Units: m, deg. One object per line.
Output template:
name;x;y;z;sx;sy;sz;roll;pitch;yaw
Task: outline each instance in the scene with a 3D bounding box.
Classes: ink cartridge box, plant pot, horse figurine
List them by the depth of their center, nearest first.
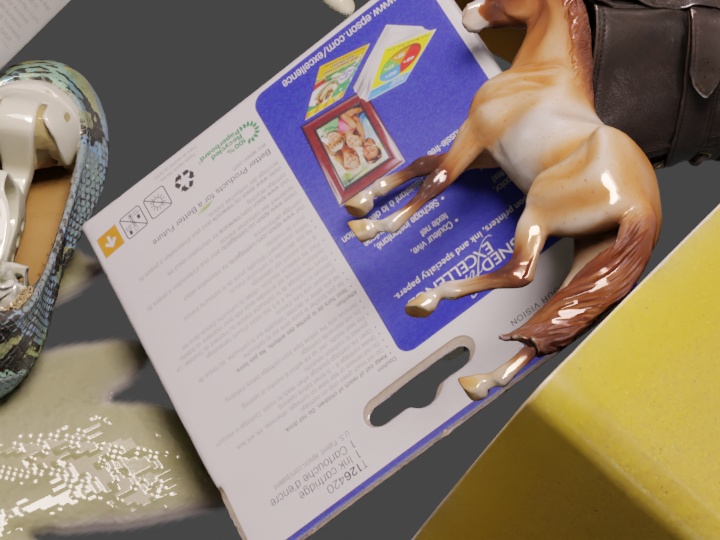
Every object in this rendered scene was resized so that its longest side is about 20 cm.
horse figurine;0.065;-0.032;1.097;0.132;0.050;0.200;-38;39;5
plant pot;0.159;0.089;1.114;0.176;0.200;0.200;43;59;6
ink cartridge box;0.000;0.000;1.185;0.197;0.047;0.200;-36;58;9

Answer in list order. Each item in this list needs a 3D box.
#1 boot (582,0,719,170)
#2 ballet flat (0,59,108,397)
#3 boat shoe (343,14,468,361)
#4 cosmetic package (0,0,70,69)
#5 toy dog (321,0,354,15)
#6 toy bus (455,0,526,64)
boot;0.160;-0.064;1.224;0.173;0.201;0.069;-13;43;-12
ballet flat;-0.154;-0.035;1.243;0.074;0.074;0.201;6;51;-1
boat shoe;0.038;-0.046;1.272;0.061;0.073;0.201;-9;49;-8
cosmetic package;-0.165;-0.178;1.298;0.200;0.071;0.101;-45;58;-4
toy dog;0.074;-0.174;1.252;0.200;0.140;0.194;38;93;18
toy bus;0.084;-0.144;1.357;0.199;0.065;0.078;29;53;16
